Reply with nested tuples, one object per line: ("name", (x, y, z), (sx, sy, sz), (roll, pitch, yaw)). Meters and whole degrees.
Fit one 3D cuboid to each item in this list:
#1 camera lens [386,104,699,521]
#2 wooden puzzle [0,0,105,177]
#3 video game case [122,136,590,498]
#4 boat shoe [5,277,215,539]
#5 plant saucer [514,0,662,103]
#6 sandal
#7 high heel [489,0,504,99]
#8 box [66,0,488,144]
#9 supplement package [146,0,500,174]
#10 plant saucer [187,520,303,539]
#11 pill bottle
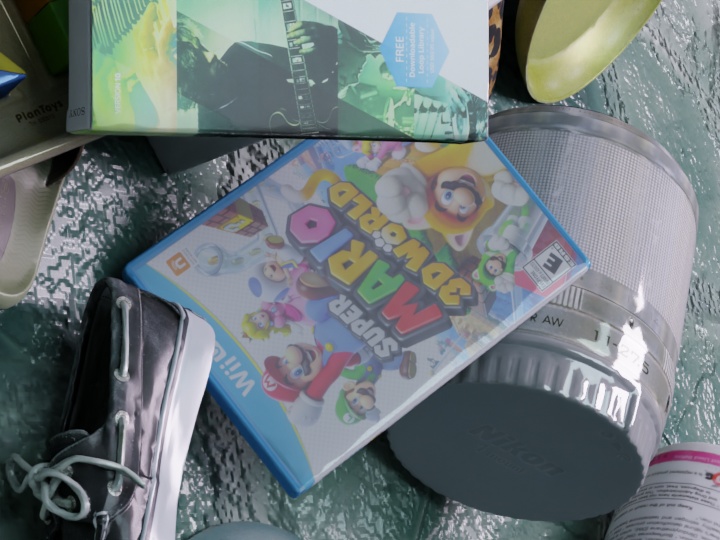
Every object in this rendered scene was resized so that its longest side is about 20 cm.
("camera lens", (0.104, 0.020, 1.113), (0.160, 0.159, 0.201), (41, 48, -33))
("wooden puzzle", (-0.176, -0.142, 0.870), (0.185, 0.046, 0.201), (-26, 85, -35))
("video game case", (0.000, 0.000, 0.996), (0.200, 0.018, 0.143), (-36, 82, -19))
("boat shoe", (-0.120, 0.096, 0.886), (0.068, 0.073, 0.200), (29, 61, -30))
("plant saucer", (0.161, -0.202, 1.279), (0.031, 0.201, 0.200), (36, 34, 20))
("sandal", (-0.154, -0.078, 0.923), (0.080, 0.057, 0.202), (24, 58, -43))
("high heel", (0.091, -0.196, 1.194), (0.142, 0.071, 0.201), (-35, 131, -27))
("box", (-0.034, -0.131, 0.888), (0.199, 0.036, 0.145), (-1, 91, -24))
("supplement package", (-0.029, -0.173, 1.033), (0.200, 0.151, 0.151), (-42, 109, -48))
("plant saucer", (-0.034, 0.221, 0.967), (0.201, 0.039, 0.202), (22, 60, -45))
("pill bottle", (0.188, 0.210, 1.179), (0.114, 0.113, 0.200), (53, 42, -22))
